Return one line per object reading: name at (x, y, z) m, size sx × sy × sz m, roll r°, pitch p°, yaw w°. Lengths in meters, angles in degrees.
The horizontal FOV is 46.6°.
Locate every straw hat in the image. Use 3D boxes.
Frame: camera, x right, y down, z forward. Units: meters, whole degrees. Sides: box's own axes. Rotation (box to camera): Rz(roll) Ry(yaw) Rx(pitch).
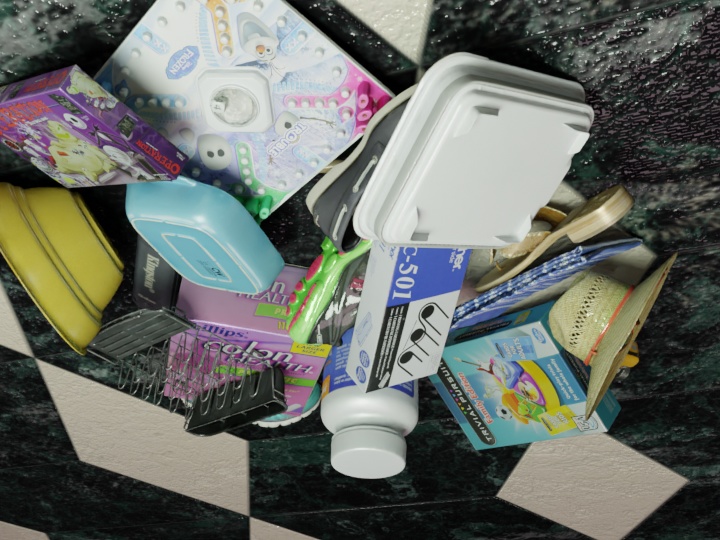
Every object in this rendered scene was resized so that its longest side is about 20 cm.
straw hat at (0.244, 0.049, 0.867) m, size 0.085 × 0.201 × 0.201 m, roll 28°, pitch 150°, yaw 19°

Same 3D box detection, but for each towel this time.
towel at (0.184, 0.018, 0.884) m, size 0.200 × 0.024 × 0.145 m, roll -30°, pitch 167°, yaw 38°

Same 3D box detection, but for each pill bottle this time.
pill bottle at (0.011, 0.129, 0.964) m, size 0.112 × 0.200 × 0.112 m, roll 2°, pitch 144°, yaw 2°

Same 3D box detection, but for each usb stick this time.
usb stick at (-0.223, -0.011, 0.928) m, size 0.055 × 0.033 × 0.200 m, roll 20°, pitch 144°, yaw -5°

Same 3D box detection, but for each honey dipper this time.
honey dipper at (0.000, -0.097, 0.783) m, size 0.200 × 0.038 × 0.038 m, roll 1°, pitch 145°, yaw 6°

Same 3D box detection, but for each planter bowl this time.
planter bowl at (-0.296, -0.021, 0.842) m, size 0.083 × 0.200 × 0.200 m, roll -32°, pitch 145°, yaw -12°

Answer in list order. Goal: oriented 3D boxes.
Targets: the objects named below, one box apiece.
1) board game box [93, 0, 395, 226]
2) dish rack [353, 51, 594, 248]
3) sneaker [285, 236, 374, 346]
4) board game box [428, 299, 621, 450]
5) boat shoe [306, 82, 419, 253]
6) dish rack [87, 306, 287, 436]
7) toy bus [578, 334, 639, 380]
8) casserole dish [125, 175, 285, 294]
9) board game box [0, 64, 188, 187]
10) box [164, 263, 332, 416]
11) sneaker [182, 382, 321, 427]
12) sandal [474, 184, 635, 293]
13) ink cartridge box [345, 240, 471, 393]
board game box at (-0.107, -0.139, 0.708) m, size 0.200 × 0.026 × 0.200 m, roll 35°, pitch 128°, yaw -26°
dish rack at (0.104, -0.082, 0.688) m, size 0.200 × 0.044 × 0.172 m, roll -1°, pitch 129°, yaw -42°
sneaker at (0.000, 0.000, 0.862) m, size 0.084 × 0.077 × 0.200 m, roll 23°, pitch 119°, yaw -30°
board game box at (0.181, 0.131, 0.992) m, size 0.200 × 0.047 × 0.151 m, roll -23°, pitch 104°, yaw 47°
boat shoe at (0.028, -0.085, 0.711) m, size 0.073 × 0.063 × 0.200 m, roll -3°, pitch 152°, yaw -43°
dish rack at (-0.193, 0.111, 0.917) m, size 0.153 × 0.055 × 0.200 m, roll -24°, pitch 136°, yaw 33°
toy bus at (0.251, 0.119, 1.034) m, size 0.065 × 0.078 × 0.200 m, roll 19°, pitch 142°, yaw -19°
casserole dish at (-0.150, -0.027, 0.801) m, size 0.121 × 0.039 × 0.200 m, roll 9°, pitch 158°, yaw 19°
board game box at (-0.250, -0.117, 0.720) m, size 0.200 × 0.032 × 0.120 m, roll 3°, pitch 148°, yaw 46°
box at (-0.133, 0.080, 0.996) m, size 0.176 × 0.097 × 0.200 m, roll 11°, pitch 144°, yaw -10°
sneaker at (-0.152, 0.160, 1.135) m, size 0.200 × 0.078 × 0.080 m, roll 5°, pitch 136°, yaw -2°
sandal at (0.169, -0.049, 0.828) m, size 0.070 × 0.078 × 0.212 m, roll 51°, pitch 142°, yaw -4°
ink cartridge box at (0.049, 0.024, 0.827) m, size 0.094 × 0.044 × 0.200 m, roll -12°, pitch 129°, yaw -31°
